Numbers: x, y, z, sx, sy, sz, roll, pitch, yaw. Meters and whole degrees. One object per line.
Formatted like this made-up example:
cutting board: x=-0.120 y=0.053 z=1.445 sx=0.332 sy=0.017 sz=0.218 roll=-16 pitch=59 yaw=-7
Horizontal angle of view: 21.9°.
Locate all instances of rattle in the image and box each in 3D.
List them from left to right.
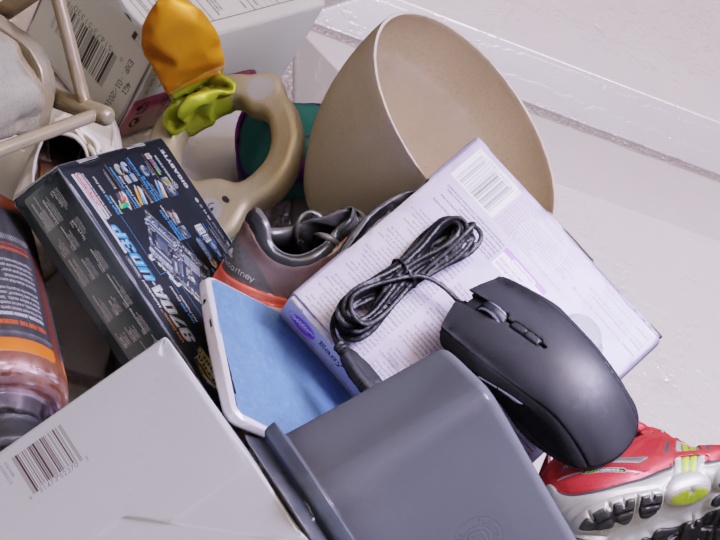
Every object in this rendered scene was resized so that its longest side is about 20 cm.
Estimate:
rattle: x=-0.107 y=-0.081 z=1.389 sx=0.130 sy=0.143 sz=0.201 roll=5 pitch=62 yaw=-3

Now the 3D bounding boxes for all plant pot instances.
plant pot: x=0.035 y=-0.077 z=1.418 sx=0.200 sy=0.134 sz=0.201 roll=32 pitch=40 yaw=-32

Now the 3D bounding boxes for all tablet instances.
tablet: x=-0.021 y=0.086 z=1.226 sx=0.200 sy=0.014 sz=0.130 roll=29 pitch=30 yaw=-35

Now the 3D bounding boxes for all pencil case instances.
pencil case: x=-0.005 y=-0.095 z=1.543 sx=0.199 sy=0.085 sz=0.092 roll=-1 pitch=24 yaw=-34

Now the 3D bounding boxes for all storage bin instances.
storage bin: x=0.041 y=0.150 z=1.118 sx=0.200 sy=0.134 sz=0.146 roll=60 pitch=-7 yaw=-23

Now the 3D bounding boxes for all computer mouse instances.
computer mouse: x=0.074 y=0.056 z=1.170 sx=0.140 sy=0.046 sz=0.200 roll=-33 pitch=68 yaw=-20

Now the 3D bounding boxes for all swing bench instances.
swing bench: x=-0.320 y=-0.136 z=1.315 sx=0.199 sy=0.199 sz=0.130 roll=-27 pitch=111 yaw=-45

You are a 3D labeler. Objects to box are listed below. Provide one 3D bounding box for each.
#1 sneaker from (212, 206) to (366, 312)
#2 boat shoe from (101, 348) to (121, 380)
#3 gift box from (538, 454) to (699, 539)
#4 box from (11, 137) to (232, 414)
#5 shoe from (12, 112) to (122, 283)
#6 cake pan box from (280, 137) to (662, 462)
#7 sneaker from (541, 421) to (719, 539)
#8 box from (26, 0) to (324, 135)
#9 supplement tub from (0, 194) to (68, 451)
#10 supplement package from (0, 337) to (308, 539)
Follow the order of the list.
sneaker: x=0.000 y=0.000 z=1.300 sx=0.199 sy=0.082 sz=0.077 roll=8 pitch=23 yaw=-27
boat shoe: x=-0.152 y=0.016 z=1.352 sx=0.067 sy=0.057 sz=0.201 roll=17 pitch=42 yaw=-20
gift box: x=0.188 y=0.251 z=1.255 sx=0.186 sy=0.200 sz=0.185 roll=13 pitch=44 yaw=-2
box: x=-0.133 y=0.009 z=1.287 sx=0.200 sy=0.046 sz=0.159 roll=56 pitch=23 yaw=2
shoe: x=-0.218 y=-0.067 z=1.393 sx=0.070 sy=0.053 sz=0.200 roll=25 pitch=41 yaw=-9
cake pan box: x=0.072 y=0.035 z=1.249 sx=0.200 sy=0.052 sz=0.184 roll=47 pitch=66 yaw=3
sneaker: x=0.208 y=0.128 z=1.202 sx=0.199 sy=0.077 sz=0.085 roll=-6 pitch=39 yaw=-25
box: x=-0.152 y=-0.208 z=1.539 sx=0.200 sy=0.109 sz=0.128 roll=-23 pitch=65 yaw=-46
supplement tub: x=-0.250 y=0.050 z=1.212 sx=0.107 sy=0.107 sz=0.201 roll=5 pitch=46 yaw=-30
supplement package: x=-0.143 y=0.169 z=1.082 sx=0.200 sy=0.111 sz=0.156 roll=-35 pitch=68 yaw=-6
